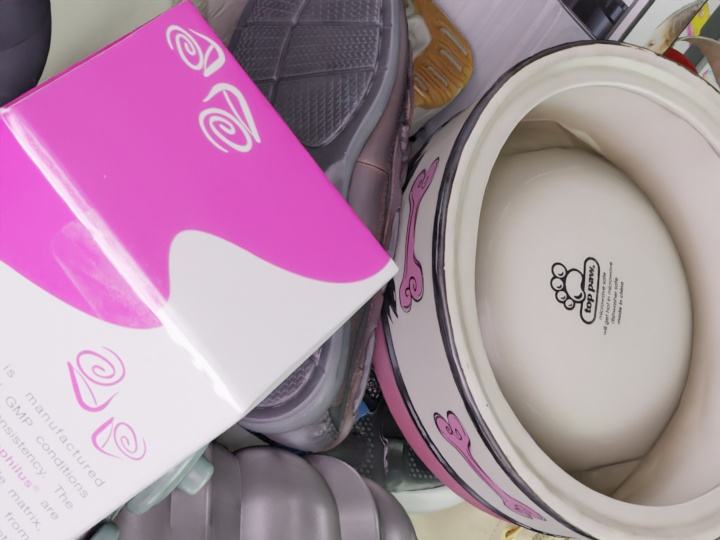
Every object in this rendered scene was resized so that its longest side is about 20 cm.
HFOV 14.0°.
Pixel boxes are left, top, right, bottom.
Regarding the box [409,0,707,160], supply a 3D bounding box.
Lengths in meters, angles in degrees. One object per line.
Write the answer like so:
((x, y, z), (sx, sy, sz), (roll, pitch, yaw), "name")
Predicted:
((0.067, -0.112, 1.285), (0.060, 0.117, 0.200), (-14, 148, -53), "box")

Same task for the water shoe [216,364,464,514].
((-0.027, 0.034, 1.178), (0.079, 0.200, 0.072), (-58, -162, 30), "water shoe")

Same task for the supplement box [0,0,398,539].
((-0.103, 0.028, 0.827), (0.200, 0.101, 0.103), (-36, -177, 36), "supplement box")

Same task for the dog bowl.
((0.086, 0.015, 1.144), (0.074, 0.200, 0.200), (-15, -156, 51), "dog bowl")

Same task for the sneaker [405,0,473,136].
((-0.028, -0.052, 1.202), (0.088, 0.076, 0.200), (-40, 174, 35), "sneaker")

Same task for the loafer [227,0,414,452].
((-0.017, -0.029, 1.095), (0.063, 0.072, 0.200), (44, 50, -60), "loafer")

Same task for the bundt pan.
((-0.067, 0.114, 1.129), (0.202, 0.202, 0.076), (112, -19, -72), "bundt pan")

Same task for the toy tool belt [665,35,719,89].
((0.133, -0.008, 1.371), (0.125, 0.200, 0.123), (-27, -166, -24), "toy tool belt")

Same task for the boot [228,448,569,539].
((0.030, 0.074, 1.280), (0.200, 0.155, 0.073), (-60, -146, 26), "boot")

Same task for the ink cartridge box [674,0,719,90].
((0.120, -0.113, 1.490), (0.200, 0.148, 0.086), (-49, 131, -18), "ink cartridge box")

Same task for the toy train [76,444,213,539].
((-0.084, 0.040, 0.998), (0.200, 0.085, 0.114), (-51, -177, 2), "toy train")

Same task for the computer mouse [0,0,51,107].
((-0.133, -0.035, 0.749), (0.059, 0.034, 0.200), (-52, 173, 33), "computer mouse")
